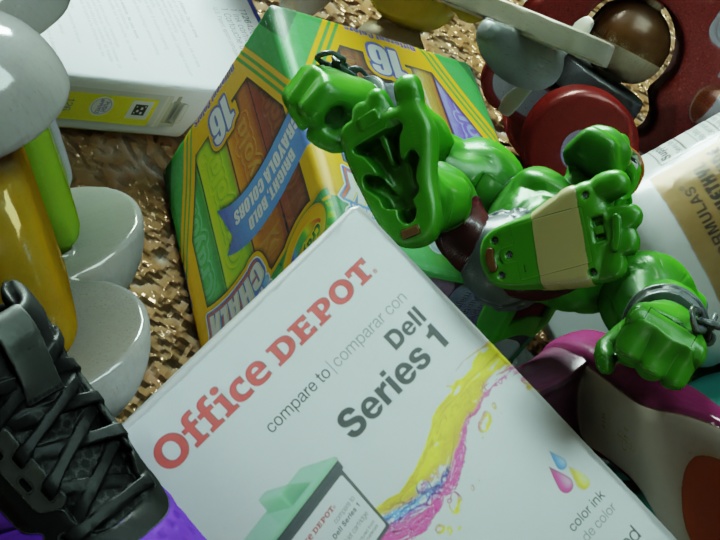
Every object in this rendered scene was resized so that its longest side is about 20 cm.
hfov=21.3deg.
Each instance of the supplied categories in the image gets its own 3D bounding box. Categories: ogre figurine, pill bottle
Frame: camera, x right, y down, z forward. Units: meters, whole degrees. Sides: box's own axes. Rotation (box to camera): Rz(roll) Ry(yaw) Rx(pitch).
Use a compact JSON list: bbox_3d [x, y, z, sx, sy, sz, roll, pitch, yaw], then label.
[{"bbox_3d":[0.066,-0.017,0.771,0.198,0.099,0.120,15,0,26],"label":"ogre figurine"},{"bbox_3d":[0.184,-0.016,0.994,0.115,0.199,0.114,61,2,-4],"label":"pill bottle"}]

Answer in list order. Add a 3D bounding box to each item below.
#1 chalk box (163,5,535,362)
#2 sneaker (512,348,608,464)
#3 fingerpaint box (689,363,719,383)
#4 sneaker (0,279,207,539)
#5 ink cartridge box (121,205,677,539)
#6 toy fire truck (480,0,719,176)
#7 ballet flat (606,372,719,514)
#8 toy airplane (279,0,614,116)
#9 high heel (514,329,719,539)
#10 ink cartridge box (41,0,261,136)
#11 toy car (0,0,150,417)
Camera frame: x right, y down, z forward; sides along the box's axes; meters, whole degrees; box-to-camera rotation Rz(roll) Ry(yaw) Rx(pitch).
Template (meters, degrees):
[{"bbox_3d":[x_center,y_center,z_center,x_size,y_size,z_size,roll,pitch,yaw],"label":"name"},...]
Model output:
[{"bbox_3d":[0.000,0.000,0.891,0.123,0.125,0.201,12,43,-32],"label":"chalk box"},{"bbox_3d":[0.091,0.116,0.897,0.090,0.076,0.201,28,41,-31],"label":"sneaker"},{"bbox_3d":[0.273,0.111,1.051,0.199,0.073,0.168,22,40,-21],"label":"fingerpaint box"},{"bbox_3d":[-0.108,0.061,0.614,0.199,0.100,0.069,31,38,25],"label":"sneaker"},{"bbox_3d":[0.008,0.099,0.736,0.200,0.084,0.145,46,68,1],"label":"ink cartridge box"},{"bbox_3d":[0.178,-0.102,1.090,0.199,0.169,0.112,32,11,-10],"label":"toy fire truck"},{"bbox_3d":[0.157,0.103,0.910,0.200,0.067,0.071,-25,108,-63],"label":"ballet flat"},{"bbox_3d":[0.018,-0.152,1.000,0.197,0.142,0.200,5,27,-15],"label":"toy airplane"},{"bbox_3d":[0.144,0.069,0.779,0.096,0.068,0.199,-15,30,-39],"label":"high heel"},{"bbox_3d":[-0.155,-0.155,0.991,0.199,0.047,0.199,5,47,-40],"label":"ink cartridge box"},{"bbox_3d":[-0.172,-0.028,0.764,0.148,0.176,0.201,-15,32,0],"label":"toy car"}]
